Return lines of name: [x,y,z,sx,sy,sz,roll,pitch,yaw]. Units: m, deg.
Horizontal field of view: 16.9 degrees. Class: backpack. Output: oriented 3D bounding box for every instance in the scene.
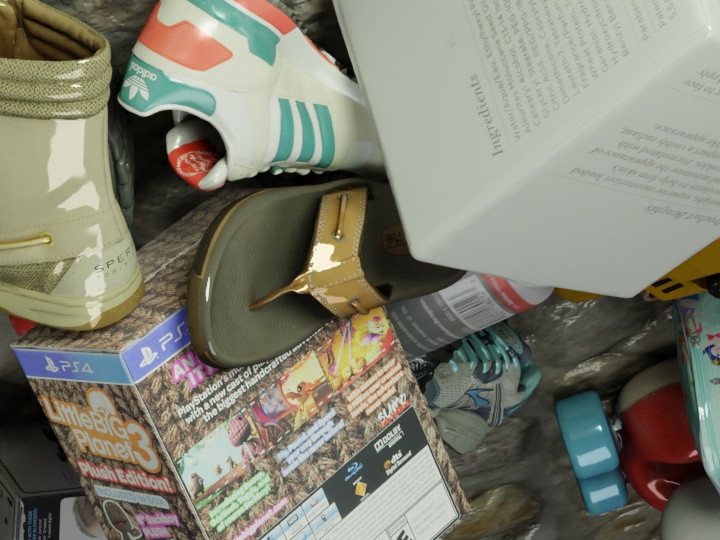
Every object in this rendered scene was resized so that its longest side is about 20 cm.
backpack: [0.292,0.086,1.620,0.150,0.201,0.178,-20,156,8]

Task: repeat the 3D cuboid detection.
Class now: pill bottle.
pill bottle: [0.000,0.000,1.367,0.199,0.117,0.116,-24,154,17]

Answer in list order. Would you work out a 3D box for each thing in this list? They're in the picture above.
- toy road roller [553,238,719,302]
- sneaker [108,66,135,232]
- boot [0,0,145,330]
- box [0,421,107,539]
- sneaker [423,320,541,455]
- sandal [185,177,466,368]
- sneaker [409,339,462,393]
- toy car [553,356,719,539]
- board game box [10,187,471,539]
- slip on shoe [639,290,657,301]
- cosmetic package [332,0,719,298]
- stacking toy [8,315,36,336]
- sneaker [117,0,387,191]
toy road roller: [0.153,-0.046,1.365,0.145,0.124,0.200,-16,158,26]
sneaker: [-0.166,-0.036,1.251,0.090,0.076,0.200,1,148,-16]
boot: [-0.200,-0.062,1.158,0.199,0.073,0.156,15,129,23]
box: [-0.144,0.140,1.562,0.199,0.117,0.061,-4,110,-26]
sneaker: [0.061,0.056,1.591,0.086,0.078,0.200,-34,159,9]
sandal: [-0.004,-0.004,1.193,0.199,0.082,0.054,-11,-172,-42]
sneaker: [0.018,0.052,1.474,0.199,0.073,0.082,-33,112,-5]
toy car: [0.261,0.176,1.785,0.183,0.201,0.177,-17,155,4]
board game box: [-0.057,0.083,1.248,0.096,0.201,0.159,0,-150,48]
slip on shoe: [0.255,-0.033,1.517,0.198,0.061,0.076,-13,155,-7]
cosmetic package: [0.121,-0.111,1.153,0.164,0.166,0.200,11,144,-43]
stacking toy: [-0.150,0.053,1.434,0.085,0.086,0.200,-21,151,10]
sneaker: [-0.052,-0.076,1.189,0.094,0.070,0.200,-54,146,-2]
